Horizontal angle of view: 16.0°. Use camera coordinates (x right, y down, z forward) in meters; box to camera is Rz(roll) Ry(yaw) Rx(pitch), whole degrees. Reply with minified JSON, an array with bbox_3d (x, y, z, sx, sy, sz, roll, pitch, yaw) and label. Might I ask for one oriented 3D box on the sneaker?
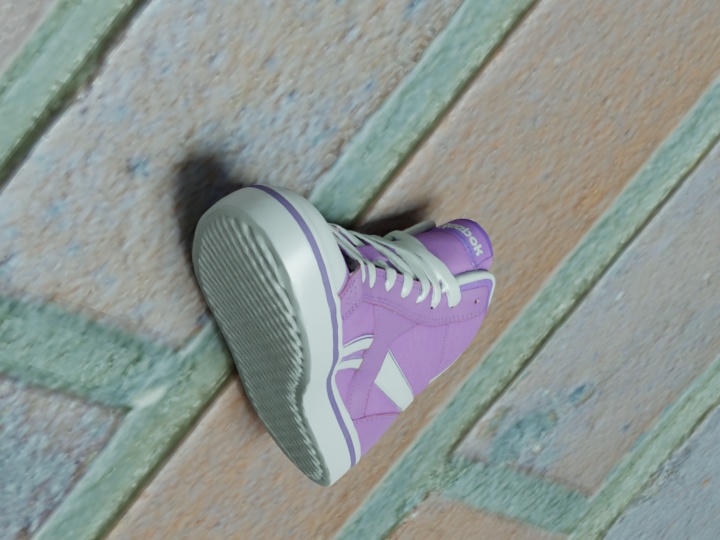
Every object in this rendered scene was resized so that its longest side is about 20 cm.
[{"bbox_3d":[0.000,0.000,1.025,0.114,0.073,0.201,-39,158,-13],"label":"sneaker"}]
